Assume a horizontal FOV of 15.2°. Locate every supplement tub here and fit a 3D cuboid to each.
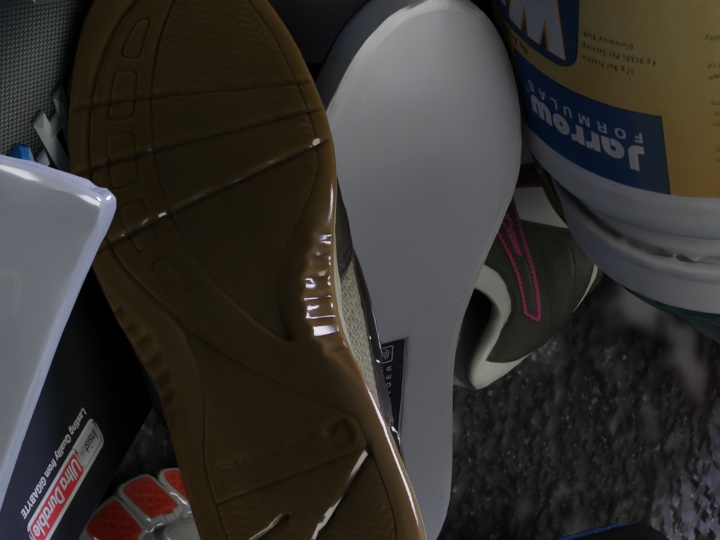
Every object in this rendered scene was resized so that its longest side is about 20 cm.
[{"bbox_3d":[0.105,-0.101,0.762,0.145,0.144,0.201,-44,140,-30],"label":"supplement tub"}]

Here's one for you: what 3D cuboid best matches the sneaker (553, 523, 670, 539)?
[{"bbox_3d":[0.030,0.131,0.858,0.079,0.089,0.200,47,47,15],"label":"sneaker"}]

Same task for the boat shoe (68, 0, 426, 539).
[{"bbox_3d":[-0.032,0.014,0.723,0.073,0.065,0.201,-12,70,-4],"label":"boat shoe"}]

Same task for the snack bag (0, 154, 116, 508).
[{"bbox_3d":[-0.170,0.024,0.621,0.199,0.021,0.189,16,118,-12],"label":"snack bag"}]

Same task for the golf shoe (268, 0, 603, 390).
[{"bbox_3d":[0.015,-0.045,0.855,0.200,0.077,0.088,46,71,-33],"label":"golf shoe"}]

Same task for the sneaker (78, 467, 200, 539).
[{"bbox_3d":[-0.089,0.124,0.789,0.077,0.082,0.200,54,35,1],"label":"sneaker"}]

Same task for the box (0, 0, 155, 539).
[{"bbox_3d":[-0.104,-0.026,0.718,0.160,0.046,0.200,63,31,-25],"label":"box"}]

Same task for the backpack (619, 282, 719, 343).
[{"bbox_3d":[0.185,-0.051,0.934,0.153,0.175,0.201,37,72,-33],"label":"backpack"}]

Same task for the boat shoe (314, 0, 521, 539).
[{"bbox_3d":[0.000,0.000,0.811,0.072,0.066,0.201,-13,125,-22],"label":"boat shoe"}]
